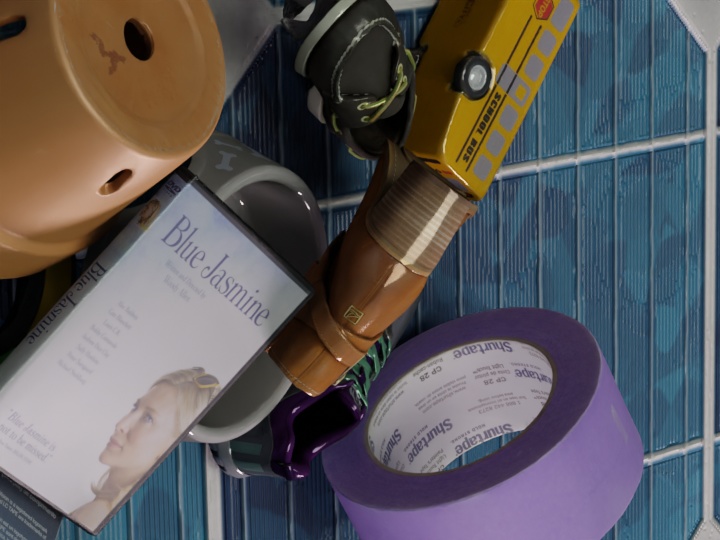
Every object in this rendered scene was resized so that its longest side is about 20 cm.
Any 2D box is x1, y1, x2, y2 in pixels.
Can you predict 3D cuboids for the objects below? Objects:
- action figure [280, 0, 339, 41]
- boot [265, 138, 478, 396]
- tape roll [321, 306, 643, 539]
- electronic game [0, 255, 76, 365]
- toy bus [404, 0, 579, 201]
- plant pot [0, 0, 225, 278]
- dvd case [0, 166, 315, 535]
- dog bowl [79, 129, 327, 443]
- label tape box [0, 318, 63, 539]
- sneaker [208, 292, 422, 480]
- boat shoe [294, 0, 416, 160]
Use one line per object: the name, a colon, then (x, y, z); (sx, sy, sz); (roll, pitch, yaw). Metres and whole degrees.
action figure: (-0.002, -0.254, 1.611); (0.193, 0.200, 0.105); (-38, 138, 4)
boot: (0.000, 0.000, 1.615); (0.074, 0.200, 0.155); (37, 94, 0)
tape roll: (0.081, 0.119, 1.718); (0.200, 0.200, 0.085); (-45, 124, -27)
electronic game: (-0.233, -0.017, 1.471); (0.200, 0.042, 0.201); (22, 62, -50)
toy bus: (0.088, -0.154, 1.763); (0.078, 0.065, 0.200); (39, 71, -40)
plant pot: (-0.169, -0.108, 1.438); (0.200, 0.140, 0.201); (25, 57, -46)
dvd case: (-0.128, 0.050, 1.490); (0.200, 0.018, 0.143); (-48, 138, -2)
dog bowl: (-0.092, 0.015, 1.600); (0.200, 0.059, 0.201); (-33, 131, -48)
label tape box: (-0.243, 0.126, 1.503); (0.143, 0.066, 0.200); (45, 44, -38)
sneaker: (-0.007, 0.070, 1.703); (0.200, 0.087, 0.075); (-47, 126, -26)
boat shoe: (0.004, -0.121, 1.616); (0.072, 0.061, 0.201); (-42, 170, -6)
